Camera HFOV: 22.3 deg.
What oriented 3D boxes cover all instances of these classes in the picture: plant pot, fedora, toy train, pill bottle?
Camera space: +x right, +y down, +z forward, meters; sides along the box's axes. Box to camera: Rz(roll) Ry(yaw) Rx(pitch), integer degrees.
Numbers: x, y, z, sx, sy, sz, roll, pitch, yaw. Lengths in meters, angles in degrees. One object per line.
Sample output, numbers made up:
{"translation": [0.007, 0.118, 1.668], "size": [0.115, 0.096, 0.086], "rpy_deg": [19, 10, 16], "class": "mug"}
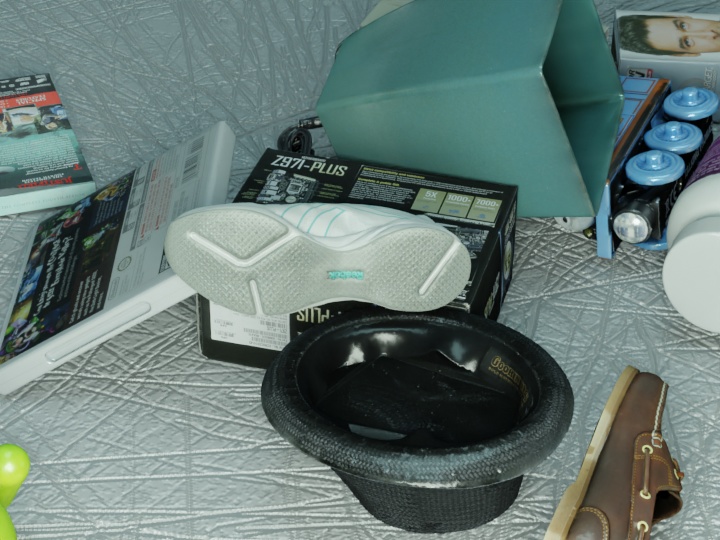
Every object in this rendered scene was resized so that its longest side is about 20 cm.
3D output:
{"translation": [0.078, -0.128, 1.385], "size": [0.198, 0.142, 0.142], "rpy_deg": [-6, 42, 25], "class": "plant pot"}
{"translation": [0.035, 0.105, 1.154], "size": [0.198, 0.092, 0.201], "rpy_deg": [-2, 31, 1], "class": "fedora"}
{"translation": [0.219, -0.084, 1.458], "size": [0.113, 0.087, 0.200], "rpy_deg": [6, 35, 25], "class": "toy train"}
{"translation": [0.293, -0.039, 1.361], "size": [0.111, 0.113, 0.200], "rpy_deg": [15, 36, 21], "class": "pill bottle"}

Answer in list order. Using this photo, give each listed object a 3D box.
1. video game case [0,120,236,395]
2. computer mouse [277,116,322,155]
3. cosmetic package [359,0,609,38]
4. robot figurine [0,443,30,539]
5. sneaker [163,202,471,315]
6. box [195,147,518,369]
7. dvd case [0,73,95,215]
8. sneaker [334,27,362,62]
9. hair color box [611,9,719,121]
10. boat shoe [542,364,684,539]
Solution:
{"translation": [-0.174, -0.012, 1.307], "size": [0.181, 0.023, 0.201], "rpy_deg": [-27, 29, 18], "class": "video game case"}
{"translation": [0.028, -0.085, 1.483], "size": [0.198, 0.046, 0.141], "rpy_deg": [-14, 42, -2], "class": "computer mouse"}
{"translation": [0.104, -0.166, 1.557], "size": [0.198, 0.104, 0.087], "rpy_deg": [15, 37, 17], "class": "cosmetic package"}
{"translation": [-0.277, 0.148, 1.058], "size": [0.175, 0.117, 0.199], "rpy_deg": [-30, 44, -29], "class": "robot figurine"}
{"translation": [-0.031, -0.011, 1.202], "size": [0.198, 0.071, 0.080], "rpy_deg": [5, 17, -9], "class": "sneaker"}
{"translation": [0.000, 0.000, 1.315], "size": [0.198, 0.087, 0.164], "rpy_deg": [9, 35, 12], "class": "box"}
{"translation": [-0.311, -0.104, 1.525], "size": [0.145, 0.022, 0.200], "rpy_deg": [-10, 34, -17], "class": "dvd case"}
{"translation": [0.068, -0.203, 1.462], "size": [0.198, 0.086, 0.081], "rpy_deg": [-22, 64, 5], "class": "sneaker"}
{"translation": [0.324, -0.181, 1.622], "size": [0.198, 0.061, 0.099], "rpy_deg": [2, 34, 3], "class": "hair color box"}
{"translation": [0.165, 0.139, 1.132], "size": [0.070, 0.071, 0.201], "rpy_deg": [16, 43, 14], "class": "boat shoe"}
